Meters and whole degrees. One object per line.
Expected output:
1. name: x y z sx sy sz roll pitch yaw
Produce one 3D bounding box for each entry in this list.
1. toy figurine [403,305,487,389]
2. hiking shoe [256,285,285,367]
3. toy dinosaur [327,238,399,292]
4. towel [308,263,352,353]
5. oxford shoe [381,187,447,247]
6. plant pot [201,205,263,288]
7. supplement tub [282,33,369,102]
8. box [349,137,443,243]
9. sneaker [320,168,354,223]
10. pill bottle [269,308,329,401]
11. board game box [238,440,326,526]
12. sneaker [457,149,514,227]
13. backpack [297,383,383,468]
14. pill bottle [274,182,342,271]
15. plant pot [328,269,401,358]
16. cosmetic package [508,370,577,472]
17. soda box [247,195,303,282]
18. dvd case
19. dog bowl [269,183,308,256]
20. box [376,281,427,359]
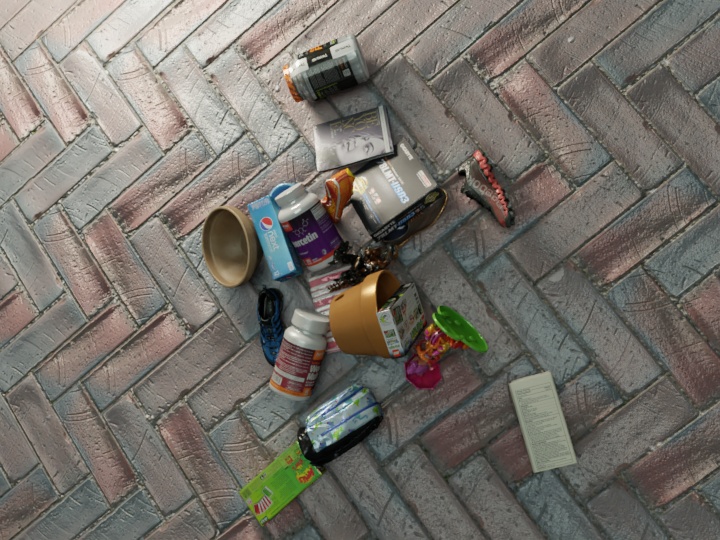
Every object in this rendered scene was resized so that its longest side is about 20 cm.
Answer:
1. toy figurine: 0.169 0.196 1.527 0.185 0.199 0.150 -50 62 16
2. hiking shoe: -0.230 0.142 1.659 0.073 0.087 0.203 -10 82 11
3. toy dinosaur: 0.000 0.000 1.585 0.201 0.135 0.102 -54 54 15
4. towel: -0.042 0.092 1.655 0.145 0.030 0.202 -16 78 10
5. oxford shoe: 0.133 -0.126 1.611 0.200 0.073 0.071 -44 78 5
6. plant pot: -0.308 -0.063 1.676 0.199 0.092 0.204 9 104 41
7. supplement tub: -0.087 -0.504 1.674 0.198 0.122 0.124 -19 81 9
8. box: 0.073 -0.197 1.605 0.198 0.050 0.201 -35 52 10
9. sneaker: -0.049 -0.173 1.606 0.077 0.200 0.073 -33 81 -21
10. pill bottle: -0.144 0.203 1.609 0.108 0.109 0.202 20 98 14
11. board game box: -0.192 0.519 1.633 0.200 0.048 0.102 -42 78 6
12. sneaker: 0.295 -0.183 1.583 0.097 0.071 0.202 -26 77 8
13. backpack: -0.043 0.361 1.565 0.198 0.163 0.155 -21 66 3
14. pill bottle: -0.125 -0.106 1.614 0.112 0.113 0.201 -29 105 8
15. plant pot: 0.018 0.112 1.533 0.139 0.200 0.203 -15 81 22
16. cosmetic package: 0.409 0.338 1.496 0.102 0.087 0.203 -15 82 12
17. soda box: -0.209 -0.077 1.635 0.064 0.068 0.202 -22 80 9
18. dvd case: -0.020 -0.330 1.670 0.198 0.016 0.150 -13 61 11
19. dog bowl: -0.190 -0.128 1.696 0.110 0.050 0.203 4 86 13
20. box: 0.096 0.109 1.495 0.034 0.200 0.111 -14 100 23
